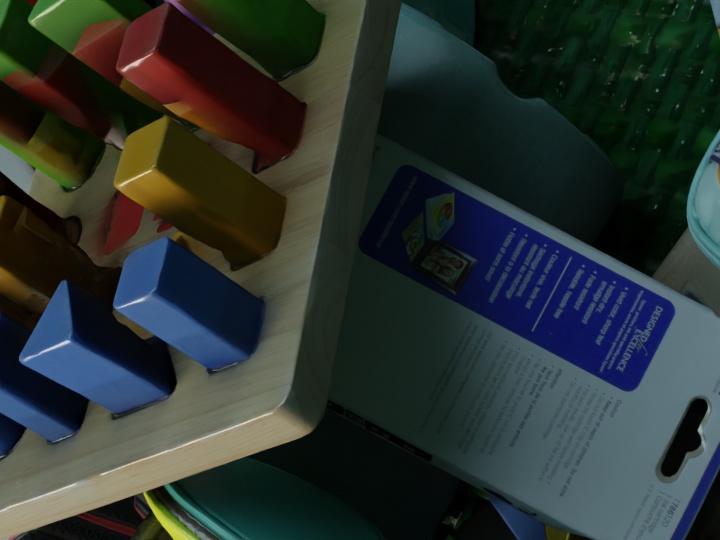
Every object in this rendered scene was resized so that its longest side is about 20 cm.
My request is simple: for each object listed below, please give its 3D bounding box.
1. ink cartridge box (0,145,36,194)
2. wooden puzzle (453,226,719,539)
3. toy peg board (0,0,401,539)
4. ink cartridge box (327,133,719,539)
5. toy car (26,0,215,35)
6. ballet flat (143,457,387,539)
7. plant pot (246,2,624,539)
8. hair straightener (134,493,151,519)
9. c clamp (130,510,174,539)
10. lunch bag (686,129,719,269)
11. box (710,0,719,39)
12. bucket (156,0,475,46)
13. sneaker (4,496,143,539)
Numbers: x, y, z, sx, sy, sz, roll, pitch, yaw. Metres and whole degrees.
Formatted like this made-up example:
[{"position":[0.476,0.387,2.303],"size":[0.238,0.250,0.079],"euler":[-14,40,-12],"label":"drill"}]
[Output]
[{"position":[-0.209,-0.054,0.963],"size":[0.083,0.145,0.200],"euler":[-33,68,-7],"label":"ink cartridge box"},{"position":[0.127,0.082,0.769],"size":[0.200,0.046,0.185],"euler":[-52,39,13],"label":"wooden puzzle"},{"position":[-0.100,-0.025,0.731],"size":[0.200,0.098,0.199],"euler":[-23,44,40],"label":"toy peg board"},{"position":[0.045,0.026,0.751],"size":[0.100,0.200,0.039],"euler":[-60,-6,-11],"label":"ink cartridge box"},{"position":[-0.103,-0.150,0.877],"size":[0.200,0.175,0.150],"euler":[-31,86,9],"label":"toy car"},{"position":[0.007,0.130,0.733],"size":[0.067,0.200,0.067],"euler":[-60,-10,-65],"label":"ballet flat"},{"position":[0.000,0.000,0.863],"size":[0.196,0.200,0.200],"euler":[-53,38,-2],"label":"plant pot"},{"position":[-0.101,0.061,0.868],"size":[0.041,0.077,0.200],"euler":[-33,37,-11],"label":"hair straightener"},{"position":[-0.046,0.184,0.796],"size":[0.027,0.200,0.171],"euler":[11,62,46],"label":"c clamp"},{"position":[0.218,-0.025,0.670],"size":[0.200,0.077,0.160],"euler":[41,95,36],"label":"lunch bag"},{"position":[0.205,-0.157,0.829],"size":[0.136,0.038,0.200],"euler":[-32,47,33],"label":"box"},{"position":[-0.050,-0.124,1.023],"size":[0.207,0.135,0.208],"euler":[-27,50,36],"label":"bucket"},{"position":[-0.171,0.149,0.949],"size":[0.200,0.074,0.087],"euler":[-47,32,17],"label":"sneaker"}]
